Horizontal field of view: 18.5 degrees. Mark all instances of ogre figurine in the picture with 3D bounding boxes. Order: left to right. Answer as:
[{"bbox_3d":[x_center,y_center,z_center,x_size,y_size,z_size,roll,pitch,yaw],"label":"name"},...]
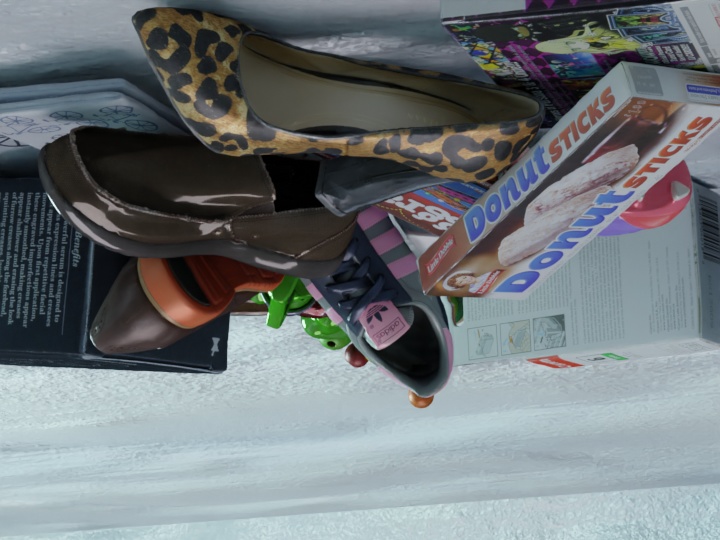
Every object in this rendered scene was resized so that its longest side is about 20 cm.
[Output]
[{"bbox_3d":[-0.039,-0.002,1.454,0.200,0.098,0.120,39,165,7],"label":"ogre figurine"}]

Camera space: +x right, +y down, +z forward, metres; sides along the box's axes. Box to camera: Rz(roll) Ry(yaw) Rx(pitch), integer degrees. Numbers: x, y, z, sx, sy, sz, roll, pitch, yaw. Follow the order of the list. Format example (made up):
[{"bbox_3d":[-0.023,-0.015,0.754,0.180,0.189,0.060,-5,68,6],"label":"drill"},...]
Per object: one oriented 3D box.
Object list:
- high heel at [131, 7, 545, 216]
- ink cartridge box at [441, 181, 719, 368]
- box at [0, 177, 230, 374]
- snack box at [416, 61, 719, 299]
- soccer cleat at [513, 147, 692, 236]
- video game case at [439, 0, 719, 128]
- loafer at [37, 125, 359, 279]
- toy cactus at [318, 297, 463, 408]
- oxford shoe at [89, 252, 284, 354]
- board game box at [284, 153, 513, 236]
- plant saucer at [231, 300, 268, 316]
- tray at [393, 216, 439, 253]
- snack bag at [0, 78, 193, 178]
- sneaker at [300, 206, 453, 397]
[{"bbox_3d":[-0.007,-0.098,1.104,0.142,0.072,0.200,-18,145,33],"label":"high heel"},{"bbox_3d":[0.151,0.009,1.522,0.199,0.109,0.050,-9,166,32],"label":"ink cartridge box"},{"bbox_3d":[-0.201,0.004,1.368,0.199,0.108,0.148,2,174,30],"label":"box"},{"bbox_3d":[0.110,-0.043,1.160,0.072,0.024,0.200,2,149,-33],"label":"snack box"},{"bbox_3d":[0.108,-0.046,1.361,0.199,0.067,0.077,-3,157,-16],"label":"soccer cleat"},{"bbox_3d":[0.152,-0.118,1.106,0.181,0.036,0.200,-5,167,18],"label":"video game case"},{"bbox_3d":[-0.081,-0.051,1.200,0.199,0.073,0.071,8,135,-37],"label":"loafer"},{"bbox_3d":[0.071,0.029,1.652,0.199,0.103,0.165,-24,-177,4],"label":"toy cactus"},{"bbox_3d":[-0.102,0.002,1.291,0.072,0.071,0.200,-35,178,19],"label":"oxford shoe"},{"bbox_3d":[0.018,-0.060,1.241,0.199,0.020,0.103,24,161,-16],"label":"board game box"},{"bbox_3d":[-0.079,0.005,1.661,0.199,0.032,0.200,-2,167,-1],"label":"plant saucer"},{"bbox_3d":[0.075,-0.020,1.421,0.107,0.022,0.200,3,-174,-3],"label":"tray"},{"bbox_3d":[-0.185,-0.074,1.272,0.199,0.021,0.189,-1,169,19],"label":"snack bag"},{"bbox_3d":[0.000,0.000,1.326,0.070,0.082,0.200,-36,130,11],"label":"sneaker"}]
